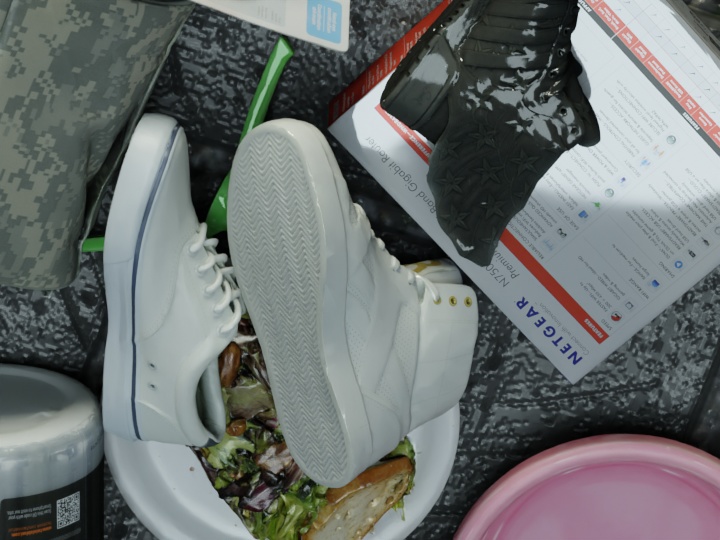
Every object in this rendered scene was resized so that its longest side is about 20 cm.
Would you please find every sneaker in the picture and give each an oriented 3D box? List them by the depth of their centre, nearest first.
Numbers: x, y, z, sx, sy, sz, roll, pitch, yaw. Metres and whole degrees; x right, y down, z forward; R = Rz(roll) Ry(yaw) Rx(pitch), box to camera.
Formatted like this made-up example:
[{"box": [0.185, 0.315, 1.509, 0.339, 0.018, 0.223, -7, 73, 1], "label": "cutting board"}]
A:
[{"box": [0.088, -0.103, 1.483, 0.104, 0.060, 0.200, 38, 112, -10], "label": "sneaker"}, {"box": [-0.093, 0.007, 1.531, 0.071, 0.073, 0.200, 10, 128, 8], "label": "sneaker"}, {"box": [0.000, 0.000, 1.534, 0.074, 0.116, 0.200, 13, 121, 43], "label": "sneaker"}]

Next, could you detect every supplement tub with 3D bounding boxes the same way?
[{"box": [-0.201, 0.162, 1.602, 0.122, 0.123, 0.200, 2, 110, 0], "label": "supplement tub"}]

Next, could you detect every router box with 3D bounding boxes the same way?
[{"box": [0.113, -0.070, 1.551, 0.179, 0.049, 0.200, -40, 105, 14], "label": "router box"}]

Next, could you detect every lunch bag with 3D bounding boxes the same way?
[{"box": [-0.191, -0.095, 1.497, 0.168, 0.139, 0.200, 20, 110, -17], "label": "lunch bag"}]

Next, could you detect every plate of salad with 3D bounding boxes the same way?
[{"box": [-0.045, 0.086, 1.612, 0.200, 0.048, 0.200, 0, 111, 1], "label": "plate of salad"}]

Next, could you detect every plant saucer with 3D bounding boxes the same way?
[{"box": [0.144, 0.179, 1.644, 0.200, 0.051, 0.201, 0, 111, 0], "label": "plant saucer"}]

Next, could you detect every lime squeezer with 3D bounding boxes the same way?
[{"box": [-0.102, -0.040, 1.570, 0.200, 0.038, 0.071, -33, 110, 14], "label": "lime squeezer"}]

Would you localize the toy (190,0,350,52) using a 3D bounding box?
[{"box": [-0.089, -0.190, 1.451, 0.200, 0.115, 0.047, 15, 140, -16], "label": "toy"}]
